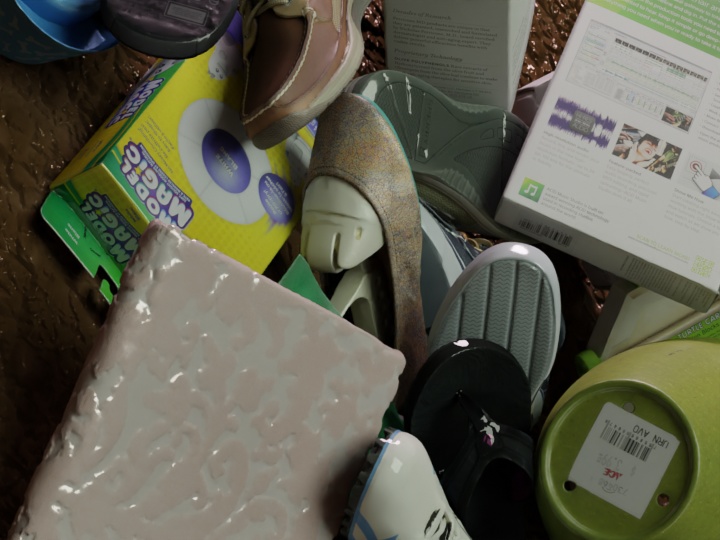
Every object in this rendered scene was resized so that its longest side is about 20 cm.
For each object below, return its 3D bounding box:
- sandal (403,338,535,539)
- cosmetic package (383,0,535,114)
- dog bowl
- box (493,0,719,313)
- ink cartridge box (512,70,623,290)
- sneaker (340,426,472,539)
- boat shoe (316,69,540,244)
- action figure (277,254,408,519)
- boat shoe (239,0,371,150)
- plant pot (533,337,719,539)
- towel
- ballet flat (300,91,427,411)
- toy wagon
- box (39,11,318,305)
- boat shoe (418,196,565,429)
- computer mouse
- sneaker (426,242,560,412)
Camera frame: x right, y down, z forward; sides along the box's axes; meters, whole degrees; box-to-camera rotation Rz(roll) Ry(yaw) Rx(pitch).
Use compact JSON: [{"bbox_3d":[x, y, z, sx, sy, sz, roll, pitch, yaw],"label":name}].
[{"bbox_3d":[0.071,0.118,1.567,0.075,0.048,0.201,-25,134,-17],"label":"sandal"},{"bbox_3d":[0.061,-0.202,1.699,0.200,0.084,0.108,86,15,-48],"label":"cosmetic package"},{"bbox_3d":[-0.153,-0.181,1.541,0.112,0.049,0.200,59,37,-11],"label":"dog bowl"},{"bbox_3d":[0.182,-0.088,1.736,0.144,0.036,0.200,24,64,1],"label":"box"},{"bbox_3d":[0.215,-0.094,1.835,0.199,0.083,0.147,-26,94,-10],"label":"ink cartridge box"},{"bbox_3d":[0.038,0.154,1.518,0.072,0.072,0.200,-58,151,-30],"label":"sneaker"},{"bbox_3d":[0.046,-0.068,1.719,0.202,0.065,0.075,21,73,-45],"label":"boat shoe"},{"bbox_3d":[-0.022,0.084,1.539,0.118,0.055,0.200,-49,133,-3],"label":"action figure"},{"bbox_3d":[-0.041,-0.142,1.575,0.072,0.076,0.200,44,32,-21],"label":"boat shoe"},{"bbox_3d":[0.174,0.119,1.630,0.200,0.186,0.188,24,52,-67],"label":"plant pot"},{"bbox_3d":[-0.079,0.098,1.433,0.191,0.032,0.201,28,82,-42],"label":"towel"},{"bbox_3d":[0.000,0.000,1.580,0.067,0.068,0.201,-39,127,-42],"label":"ballet flat"},{"bbox_3d":[0.211,0.041,1.790,0.155,0.040,0.201,-28,115,-10],"label":"toy wagon"},{"bbox_3d":[-0.093,-0.047,1.550,0.117,0.048,0.200,53,41,-17],"label":"box"},{"bbox_3d":[0.053,0.003,1.690,0.201,0.071,0.091,56,37,-26],"label":"boat shoe"},{"bbox_3d":[-0.064,-0.174,1.529,0.140,0.046,0.201,11,52,-4],"label":"computer mouse"},{"bbox_3d":[0.070,0.058,1.615,0.073,0.201,0.071,13,35,-2],"label":"sneaker"}]
